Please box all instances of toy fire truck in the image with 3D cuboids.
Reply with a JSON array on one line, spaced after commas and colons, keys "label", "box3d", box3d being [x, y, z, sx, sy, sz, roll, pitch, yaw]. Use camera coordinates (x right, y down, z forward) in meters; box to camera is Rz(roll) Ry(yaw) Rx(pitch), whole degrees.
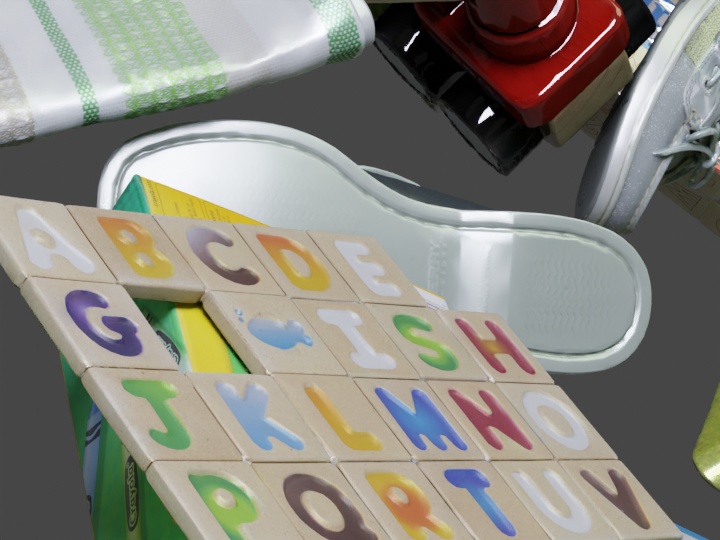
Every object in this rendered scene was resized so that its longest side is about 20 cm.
[{"label": "toy fire truck", "box3d": [0.016, -0.141, 0.970, 0.176, 0.129, 0.200, 46, -3, 23]}]

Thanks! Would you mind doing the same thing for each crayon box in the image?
[{"label": "crayon box", "box3d": [-0.013, 0.066, 0.656, 0.118, 0.058, 0.201, 22, 27, -27]}]

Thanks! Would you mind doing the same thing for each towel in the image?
[{"label": "towel", "box3d": [-0.111, -0.105, 0.764, 0.199, 0.031, 0.150, -15, 53, -27]}]

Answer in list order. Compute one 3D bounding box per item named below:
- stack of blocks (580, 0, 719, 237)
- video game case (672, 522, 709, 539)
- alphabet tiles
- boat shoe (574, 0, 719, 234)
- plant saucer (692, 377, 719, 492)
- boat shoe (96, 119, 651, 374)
[{"label": "stack of blocks", "box3d": [0.170, -0.101, 1.134, 0.199, 0.115, 0.059, 38, -19, 5]}, {"label": "video game case", "box3d": [0.161, 0.155, 0.777, 0.199, 0.018, 0.144, 26, 25, -21]}, {"label": "alphabet tiles", "box3d": [0.005, 0.042, 0.642, 0.199, 0.008, 0.167, 5, 38, -49]}, {"label": "boat shoe", "box3d": [0.164, -0.093, 1.062, 0.064, 0.075, 0.203, 33, 63, 4]}, {"label": "plant saucer", "box3d": [0.233, 0.095, 0.923, 0.199, 0.048, 0.200, 38, 17, 4]}, {"label": "boat shoe", "box3d": [0.000, 0.000, 0.799, 0.198, 0.076, 0.060, 18, -10, -16]}]
